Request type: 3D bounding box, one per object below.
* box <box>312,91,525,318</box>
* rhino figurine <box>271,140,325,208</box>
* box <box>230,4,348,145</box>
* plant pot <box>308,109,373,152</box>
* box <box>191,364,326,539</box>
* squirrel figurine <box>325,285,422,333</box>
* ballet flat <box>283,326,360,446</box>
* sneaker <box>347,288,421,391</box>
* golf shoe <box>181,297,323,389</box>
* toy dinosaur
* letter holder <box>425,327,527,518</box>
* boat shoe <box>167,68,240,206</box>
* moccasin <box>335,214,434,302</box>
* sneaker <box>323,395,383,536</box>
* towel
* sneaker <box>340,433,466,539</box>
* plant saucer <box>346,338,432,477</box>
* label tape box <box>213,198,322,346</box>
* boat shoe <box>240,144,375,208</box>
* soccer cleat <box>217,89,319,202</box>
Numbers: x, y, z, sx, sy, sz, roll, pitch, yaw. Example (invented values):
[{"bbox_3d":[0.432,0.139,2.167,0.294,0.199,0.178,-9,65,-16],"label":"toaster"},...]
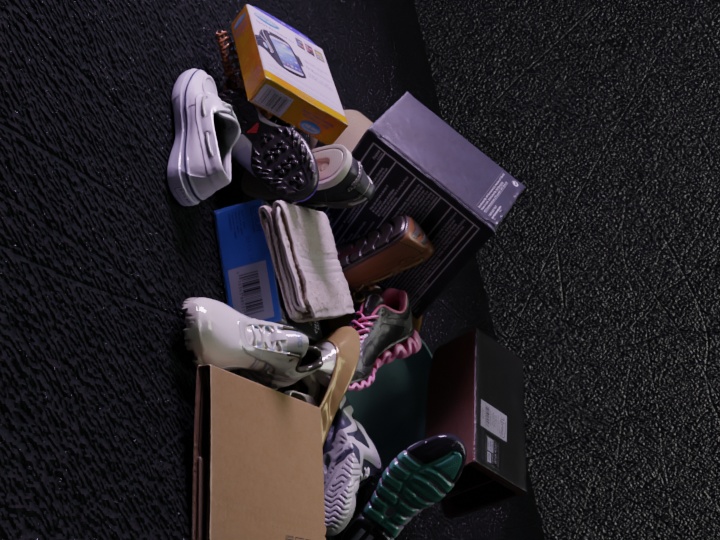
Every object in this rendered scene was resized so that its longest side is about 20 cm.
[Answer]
[{"bbox_3d":[0.067,-0.083,1.373,0.198,0.200,0.123,39,43,0],"label":"box"},{"bbox_3d":[-0.073,-0.116,1.434,0.060,0.087,0.200,42,22,-11],"label":"rhino figurine"},{"bbox_3d":[-0.088,-0.238,1.263,0.119,0.041,0.200,26,27,-32],"label":"box"},{"bbox_3d":[0.001,-0.136,1.608,0.200,0.187,0.187,65,8,25],"label":"plant pot"},{"bbox_3d":[-0.091,0.190,1.012,0.200,0.021,0.164,32,49,-55],"label":"box"},{"bbox_3d":[0.021,0.083,1.549,0.187,0.141,0.200,-89,176,-81],"label":"squirrel figurine"},{"bbox_3d":[-0.052,0.133,1.162,0.063,0.069,0.200,46,49,-36],"label":"ballet flat"},{"bbox_3d":[0.004,0.078,1.298,0.200,0.079,0.096,-30,126,-52],"label":"sneaker"},{"bbox_3d":[-0.104,0.067,1.056,0.200,0.097,0.078,42,36,-64],"label":"golf shoe"},{"bbox_3d":[-0.120,-0.207,1.336,0.136,0.102,0.200,-67,158,-47],"label":"toy dinosaur"},{"bbox_3d":[0.129,0.202,1.393,0.101,0.142,0.200,34,43,-31],"label":"letter holder"},{"bbox_3d":[-0.158,-0.147,1.139,0.074,0.067,0.200,60,19,-47],"label":"boat shoe"},{"bbox_3d":[0.000,-0.001,1.336,0.078,0.201,0.074,46,27,-32],"label":"moccasin"},{"bbox_3d":[-0.016,0.243,1.248,0.130,0.079,0.199,53,13,-37],"label":"sneaker"},{"bbox_3d":[-0.055,-0.009,1.200,0.200,0.034,0.133,-1,75,-76],"label":"towel"},{"bbox_3d":[0.049,0.265,1.302,0.074,0.200,0.088,43,9,-4],"label":"sneaker"},{"bbox_3d":[0.024,0.171,1.416,0.200,0.036,0.200,-5,98,-42],"label":"plant saucer"},{"bbox_3d":[-0.092,0.018,1.232,0.200,0.063,0.144,39,38,-67],"label":"label tape box"},{"bbox_3d":[-0.067,-0.102,1.235,0.068,0.200,0.072,33,71,-39],"label":"boat shoe"},{"bbox_3d":[-0.103,-0.130,1.201,0.200,0.068,0.073,42,-11,36],"label":"soccer cleat"}]
